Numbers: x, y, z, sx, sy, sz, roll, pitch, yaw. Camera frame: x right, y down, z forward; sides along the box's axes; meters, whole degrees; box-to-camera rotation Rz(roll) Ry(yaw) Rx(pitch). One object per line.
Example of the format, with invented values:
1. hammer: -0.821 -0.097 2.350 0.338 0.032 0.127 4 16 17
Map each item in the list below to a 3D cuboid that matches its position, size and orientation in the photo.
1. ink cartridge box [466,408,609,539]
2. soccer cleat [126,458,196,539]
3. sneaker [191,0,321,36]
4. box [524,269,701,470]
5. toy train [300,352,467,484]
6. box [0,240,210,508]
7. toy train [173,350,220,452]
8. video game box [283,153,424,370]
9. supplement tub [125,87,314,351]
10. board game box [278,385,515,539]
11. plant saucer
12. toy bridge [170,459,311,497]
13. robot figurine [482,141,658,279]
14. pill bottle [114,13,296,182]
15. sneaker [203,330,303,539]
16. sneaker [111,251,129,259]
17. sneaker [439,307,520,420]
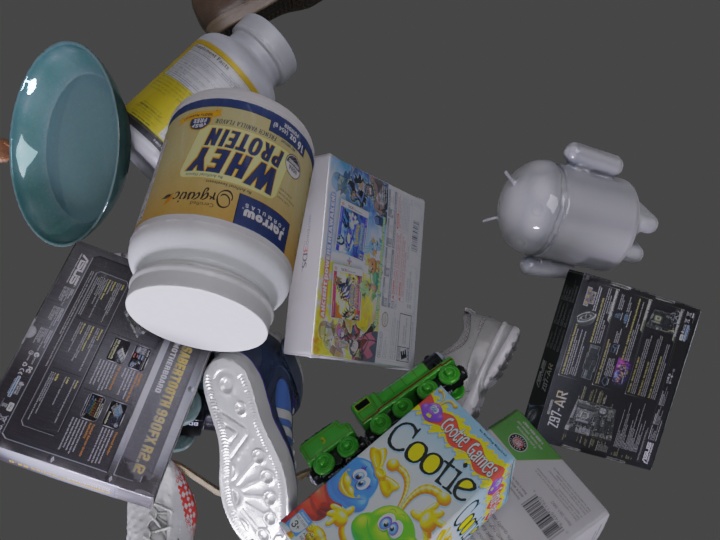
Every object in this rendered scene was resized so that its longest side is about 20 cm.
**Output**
1. ink cartridge box: 0.134 0.267 0.749 0.198 0.085 0.146 -27 52 -18
2. soccer cleat: -0.200 0.283 0.697 0.067 0.085 0.204 -4 88 4
3. sneaker: -0.104 -0.341 0.828 0.198 0.070 0.076 -32 89 -16
4. box: 0.296 0.118 0.841 0.158 0.044 0.203 15 93 -10
5. toy train: 0.025 0.154 0.751 0.199 0.056 0.042 -34 133 -11
6. box: -0.225 0.090 0.645 0.156 0.048 0.202 21 59 -9
7. toy train: -0.235 0.113 0.717 0.197 0.086 0.115 8 50 -12
8. video game box: 0.000 0.000 0.763 0.181 0.046 0.204 19 73 -53
9. supplement tub: -0.123 -0.044 0.636 0.142 0.145 0.203 14 60 -10
10. board game box: 0.038 0.225 0.666 0.199 0.104 0.105 -36 56 -20
11. plant saucer: -0.290 -0.126 0.719 0.036 0.198 0.203 -2 80 -53
12. toy bridge: -0.129 0.211 0.763 0.197 0.027 0.068 5 81 -11
13. robot figurine: 0.248 -0.065 0.846 0.197 0.113 0.172 12 113 -12
14. pill bottle: -0.164 -0.182 0.769 0.112 0.112 0.200 43 75 -4
15. sneaker: -0.087 0.161 0.727 0.079 0.146 0.203 -12 94 19
16. sneaker: -0.192 0.028 0.755 0.197 0.080 0.090 8 94 -10
17. sneaker: 0.104 0.137 0.818 0.081 0.075 0.201 30 76 22
